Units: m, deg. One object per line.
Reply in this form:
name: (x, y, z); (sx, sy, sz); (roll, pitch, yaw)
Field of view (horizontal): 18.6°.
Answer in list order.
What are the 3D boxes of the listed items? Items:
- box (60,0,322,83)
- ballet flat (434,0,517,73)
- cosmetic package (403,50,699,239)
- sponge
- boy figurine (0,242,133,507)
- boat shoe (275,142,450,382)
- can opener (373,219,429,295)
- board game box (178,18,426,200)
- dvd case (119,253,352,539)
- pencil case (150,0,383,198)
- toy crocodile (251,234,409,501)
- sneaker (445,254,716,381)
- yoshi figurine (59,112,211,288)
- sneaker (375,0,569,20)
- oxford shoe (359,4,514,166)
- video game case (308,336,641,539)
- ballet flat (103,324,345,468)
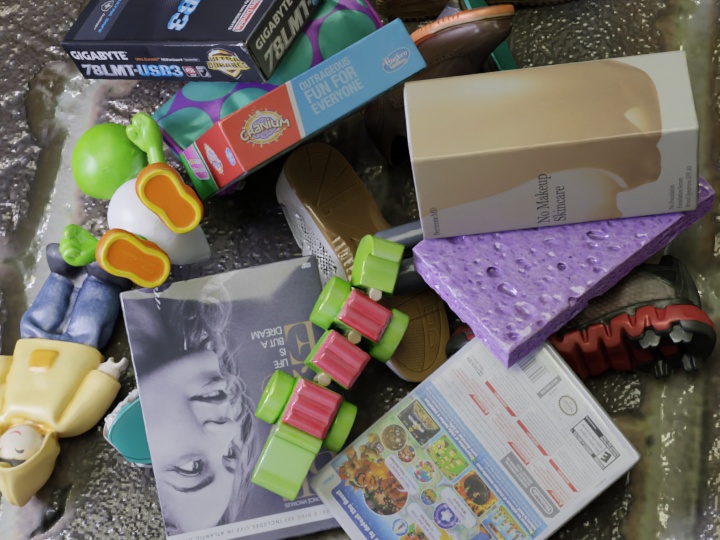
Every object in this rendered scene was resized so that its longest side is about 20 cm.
box: (-0.113, -0.234, 1.761); (0.197, 0.050, 0.201); (5, 52, 38)
ballet flat: (0.107, -0.125, 1.720); (0.072, 0.072, 0.201); (-26, 63, -2)
cosmetic package: (0.134, -0.086, 1.539); (0.198, 0.105, 0.072); (-7, 57, 5)
sponge: (0.146, -0.030, 1.581); (0.200, 0.030, 0.112); (-36, 62, -15)
boy figurine: (-0.244, 0.081, 1.687); (0.123, 0.065, 0.201); (13, 65, 14)
boat shoe: (0.000, 0.000, 1.677); (0.071, 0.069, 0.201); (-25, 80, -27)
can opener: (0.108, -0.024, 1.636); (0.198, 0.067, 0.053); (-15, 70, -2)
board game box: (-0.046, -0.114, 1.601); (0.152, 0.200, 0.041); (-31, 93, -13)
dvd case: (-0.086, 0.100, 1.615); (0.148, 0.016, 0.202); (-11, 89, -4)
pencil case: (-0.068, -0.145, 1.744); (0.200, 0.085, 0.092); (-42, 80, -11)
toy crocodile: (-0.020, 0.069, 1.582); (0.067, 0.062, 0.201); (30, 83, -5)
sneaker: (0.159, 0.035, 1.624); (0.199, 0.071, 0.099); (-9, 57, 11)
yoshi figurine: (-0.179, -0.059, 1.668); (0.112, 0.200, 0.113); (-10, 104, -7)
sneaker: (0.107, -0.271, 1.777); (0.198, 0.070, 0.109); (-7, 66, 11)
oxford shoe: (0.065, -0.142, 1.673); (0.071, 0.200, 0.073); (-12, 77, -29)
video game case: (0.081, 0.142, 1.575); (0.200, 0.018, 0.143); (-41, 78, 6)
ballet flat: (-0.098, 0.088, 1.657); (0.199, 0.072, 0.072); (-26, 63, -4)
